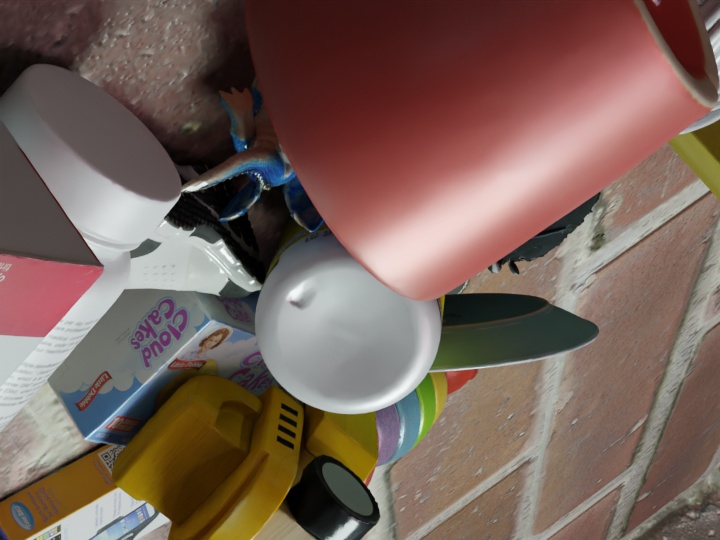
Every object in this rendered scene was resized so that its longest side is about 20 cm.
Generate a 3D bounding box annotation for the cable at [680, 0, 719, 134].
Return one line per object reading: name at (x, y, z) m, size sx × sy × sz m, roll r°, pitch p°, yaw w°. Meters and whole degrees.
cable at (0.235, -0.168, 0.970) m, size 0.200 × 0.069 × 0.200 m, roll -44°, pitch 165°, yaw 17°

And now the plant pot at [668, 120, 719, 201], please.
plant pot at (0.329, -0.139, 1.277) m, size 0.200 × 0.200 × 0.176 m, roll -45°, pitch 146°, yaw 15°

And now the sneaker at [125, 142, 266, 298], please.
sneaker at (-0.118, -0.023, 0.947) m, size 0.080 × 0.074 × 0.200 m, roll -26°, pitch 158°, yaw 13°

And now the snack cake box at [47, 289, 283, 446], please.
snack cake box at (-0.112, 0.061, 1.099) m, size 0.115 × 0.067 × 0.200 m, roll -41°, pitch 158°, yaw 10°

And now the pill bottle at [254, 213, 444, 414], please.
pill bottle at (0.000, 0.000, 1.016) m, size 0.109 × 0.109 × 0.200 m, roll -47°, pitch -169°, yaw 19°

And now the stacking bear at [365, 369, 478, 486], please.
stacking bear at (0.022, 0.094, 1.336) m, size 0.200 × 0.122 × 0.114 m, roll -32°, pitch 175°, yaw -46°

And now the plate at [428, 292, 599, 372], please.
plate at (0.063, 0.038, 1.118) m, size 0.199 × 0.026 × 0.200 m, roll -4°, pitch -172°, yaw 1°

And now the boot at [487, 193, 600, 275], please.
boot at (0.137, -0.070, 1.239) m, size 0.198 × 0.074 × 0.162 m, roll -43°, pitch 157°, yaw 29°

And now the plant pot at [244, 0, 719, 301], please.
plant pot at (0.068, -0.109, 0.812) m, size 0.177 × 0.202 × 0.200 m, roll -24°, pitch 166°, yaw 25°

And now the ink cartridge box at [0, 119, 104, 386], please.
ink cartridge box at (-0.243, 0.010, 0.680) m, size 0.200 × 0.146 × 0.144 m, roll -46°, pitch 157°, yaw 16°

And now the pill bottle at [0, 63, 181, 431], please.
pill bottle at (-0.185, 0.003, 0.806) m, size 0.200 × 0.114 × 0.113 m, roll -46°, pitch 157°, yaw 18°

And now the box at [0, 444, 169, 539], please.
box at (-0.202, 0.180, 1.231) m, size 0.199 × 0.042 × 0.119 m, roll -26°, pitch 155°, yaw -25°

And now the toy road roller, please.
toy road roller at (-0.076, 0.124, 1.070) m, size 0.123 × 0.146 × 0.200 m, roll -45°, pitch -165°, yaw 17°

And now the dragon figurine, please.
dragon figurine at (-0.047, -0.055, 0.901) m, size 0.200 × 0.058 × 0.100 m, roll -72°, pitch 167°, yaw -59°

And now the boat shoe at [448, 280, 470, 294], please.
boat shoe at (0.019, 0.037, 1.258) m, size 0.200 × 0.066 × 0.072 m, roll -19°, pitch 140°, yaw -42°
